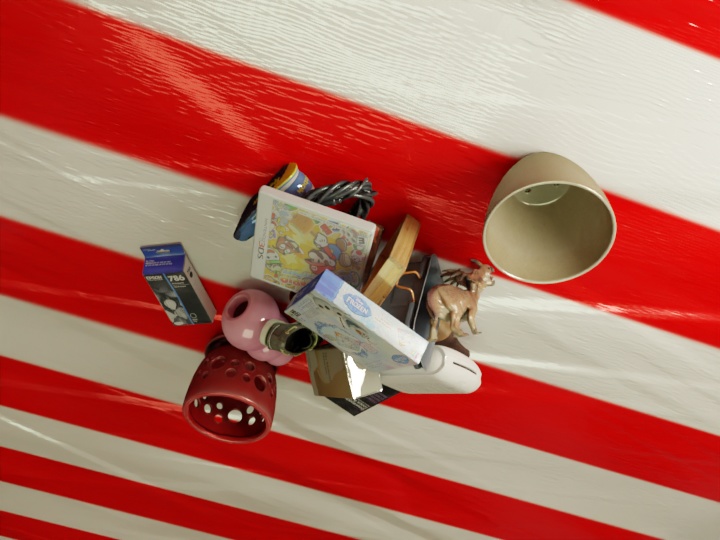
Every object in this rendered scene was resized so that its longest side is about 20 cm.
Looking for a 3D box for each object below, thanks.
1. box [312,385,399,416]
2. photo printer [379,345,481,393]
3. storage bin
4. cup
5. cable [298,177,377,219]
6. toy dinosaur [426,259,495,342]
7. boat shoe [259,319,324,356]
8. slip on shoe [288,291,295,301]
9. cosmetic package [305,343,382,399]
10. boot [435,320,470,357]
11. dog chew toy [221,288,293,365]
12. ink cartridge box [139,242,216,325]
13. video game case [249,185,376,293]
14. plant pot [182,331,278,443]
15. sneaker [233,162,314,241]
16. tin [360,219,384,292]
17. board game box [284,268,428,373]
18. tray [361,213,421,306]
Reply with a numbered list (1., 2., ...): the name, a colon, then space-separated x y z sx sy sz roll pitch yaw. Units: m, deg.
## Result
1. box: 0.003 0.259 1.499 0.142 0.037 0.198 37 130 -24
2. photo printer: 0.137 0.202 1.313 0.196 0.071 0.165 -8 154 38
3. storage bin: 0.067 0.069 1.202 0.131 0.203 0.148 -1 136 22
4. cup: 0.289 -0.102 1.025 0.194 0.146 0.204 4 135 4
5. cable: -0.058 -0.098 1.111 0.160 0.052 0.200 9 142 -40
6. toy dinosaur: 0.163 0.052 1.169 0.084 0.140 0.197 -15 171 41
7. boat shoe: -0.124 0.139 1.317 0.059 0.074 0.200 22 -175 28
8. slip on shoe: -0.072 0.006 1.153 0.060 0.076 0.201 8 141 -27
9. cosmetic package: -0.039 0.203 1.338 0.069 0.108 0.199 -11 176 -28
10. boot: 0.113 0.153 1.354 0.196 0.074 0.167 -12 138 32
11. dog chew toy: -0.201 0.130 1.354 0.121 0.127 0.201 -14 138 22
12. ink cartridge box: -0.380 0.034 1.344 0.096 0.040 0.203 -5 132 15
13. video game case: -0.085 -0.031 1.077 0.195 0.023 0.185 19 130 4
14. plant pot: -0.274 0.253 1.435 0.194 0.185 0.204 5 134 5
15. sneaker: -0.154 -0.102 1.151 0.082 0.075 0.198 35 130 -27
16. tin: 0.000 0.000 1.191 0.041 0.113 0.203 22 135 3
17. board game box: -0.013 0.090 1.054 0.197 0.044 0.200 36 158 -10
18. tray: 0.053 -0.015 1.094 0.037 0.201 0.100 33 116 -4
